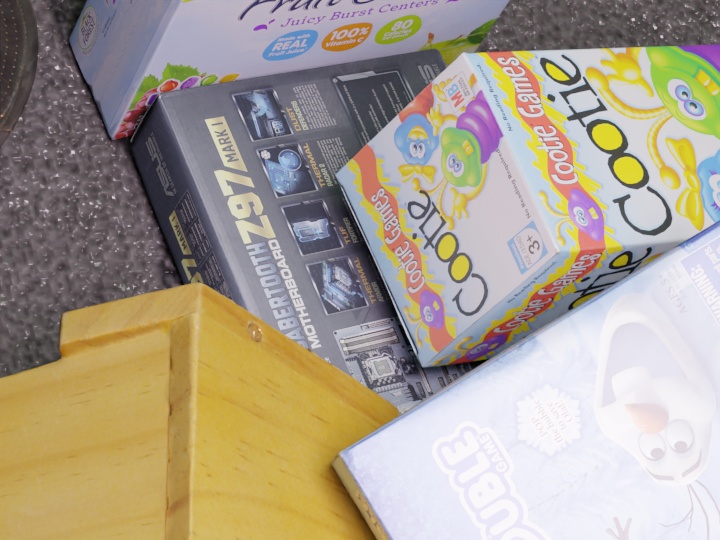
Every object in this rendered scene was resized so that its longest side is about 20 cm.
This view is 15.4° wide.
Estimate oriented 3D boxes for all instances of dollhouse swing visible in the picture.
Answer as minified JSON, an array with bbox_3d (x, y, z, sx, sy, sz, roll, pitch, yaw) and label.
[{"bbox_3d":[-0.098,0.139,1.080,0.182,0.176,0.200,34,40,-38],"label":"dollhouse swing"}]

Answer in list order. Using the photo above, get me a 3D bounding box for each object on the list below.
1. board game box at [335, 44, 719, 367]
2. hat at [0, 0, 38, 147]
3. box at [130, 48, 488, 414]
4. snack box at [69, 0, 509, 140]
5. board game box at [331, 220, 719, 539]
[{"bbox_3d":[0.108,-0.033,1.215,0.200,0.103,0.105,-7,65,-42],"label":"board game box"},{"bbox_3d":[-0.249,-0.103,1.172,0.200,0.081,0.201,12,62,-24],"label":"hat"},{"bbox_3d":[0.000,0.000,1.239,0.157,0.051,0.200,-12,67,-31],"label":"box"},{"bbox_3d":[-0.017,-0.146,1.247,0.200,0.169,0.068,-13,65,-31],"label":"snack box"},{"bbox_3d":[0.124,0.109,1.072,0.199,0.043,0.200,-31,85,-8],"label":"board game box"}]
